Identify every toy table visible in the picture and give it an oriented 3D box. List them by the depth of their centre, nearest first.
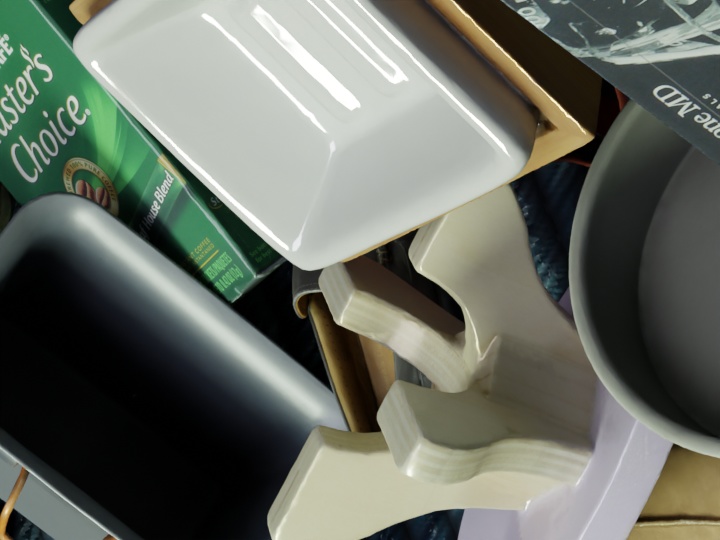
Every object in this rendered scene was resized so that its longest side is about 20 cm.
[{"bbox_3d":[0.050,0.055,1.019,0.201,0.117,0.184,-67,19,6],"label":"toy table"}]

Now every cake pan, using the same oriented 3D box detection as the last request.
[{"bbox_3d":[0.172,-0.017,0.912,0.199,0.037,0.201,-18,55,28],"label":"cake pan"}]

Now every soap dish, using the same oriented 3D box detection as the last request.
[{"bbox_3d":[-0.009,-0.089,0.944,0.157,0.081,0.200,43,151,-12],"label":"soap dish"}]

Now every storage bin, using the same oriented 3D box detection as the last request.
[{"bbox_3d":[-0.127,0.085,1.191,0.200,0.146,0.134,38,153,-8],"label":"storage bin"}]

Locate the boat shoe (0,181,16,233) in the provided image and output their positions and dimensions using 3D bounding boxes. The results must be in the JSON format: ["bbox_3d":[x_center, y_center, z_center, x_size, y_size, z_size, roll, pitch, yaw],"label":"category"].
[{"bbox_3d":[-0.209,-0.010,1.254,0.074,0.200,0.069,7,118,4],"label":"boat shoe"}]

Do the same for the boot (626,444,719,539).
[{"bbox_3d":[0.159,0.069,1.003,0.199,0.066,0.176,-7,92,48],"label":"boot"}]

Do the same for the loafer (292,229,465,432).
[{"bbox_3d":[0.000,0.000,1.124,0.073,0.072,0.201,-34,79,45],"label":"loafer"}]

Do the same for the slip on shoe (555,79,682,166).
[{"bbox_3d":[0.060,-0.086,1.049,0.199,0.061,0.075,22,119,39],"label":"slip on shoe"}]

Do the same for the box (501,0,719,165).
[{"bbox_3d":[0.149,-0.152,0.815,0.196,0.200,0.125,-27,44,39],"label":"box"}]

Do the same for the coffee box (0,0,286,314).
[{"bbox_3d":[-0.127,-0.058,1.206,0.200,0.044,0.123,52,141,0],"label":"coffee box"}]
